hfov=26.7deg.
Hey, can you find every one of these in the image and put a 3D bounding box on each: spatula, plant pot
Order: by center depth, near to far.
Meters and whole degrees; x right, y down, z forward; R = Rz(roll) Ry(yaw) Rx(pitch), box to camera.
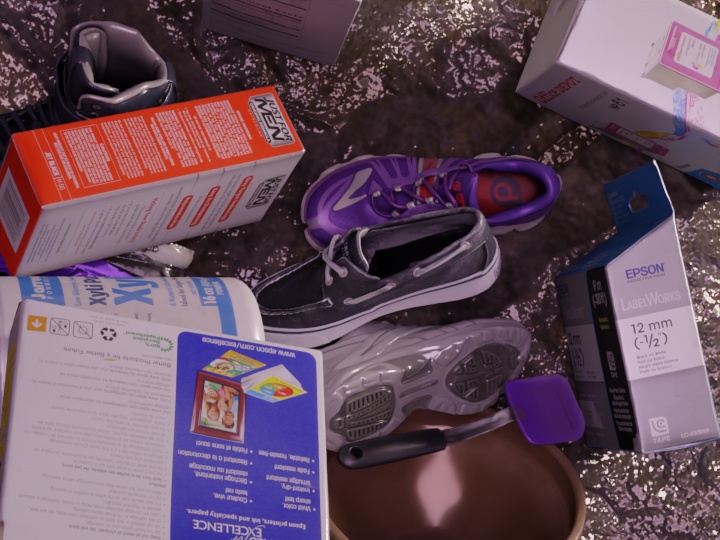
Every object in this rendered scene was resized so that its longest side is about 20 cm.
[{"bbox_3d":[0.056,0.188,1.095,0.200,0.201,0.093,4,123,-6],"label":"plant pot"},{"bbox_3d":[0.075,0.117,1.102,0.200,0.021,0.057,-12,63,-20],"label":"spatula"}]

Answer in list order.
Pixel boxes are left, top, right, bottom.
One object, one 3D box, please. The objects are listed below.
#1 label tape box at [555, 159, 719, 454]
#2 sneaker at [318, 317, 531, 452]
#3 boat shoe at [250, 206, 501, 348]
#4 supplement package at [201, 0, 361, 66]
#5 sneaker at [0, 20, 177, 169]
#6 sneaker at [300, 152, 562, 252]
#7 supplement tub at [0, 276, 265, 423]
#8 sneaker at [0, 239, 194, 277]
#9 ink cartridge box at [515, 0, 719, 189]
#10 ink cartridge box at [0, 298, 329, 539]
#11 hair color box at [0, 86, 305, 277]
[{"bbox_3d":[0.194,0.030,1.118,0.066,0.143,0.200,-12,88,-8],"label":"label tape box"},{"bbox_3d":[0.034,0.062,1.133,0.200,0.099,0.078,-12,124,-28],"label":"sneaker"},{"bbox_3d":[0.000,0.000,1.097,0.200,0.068,0.072,-13,52,11],"label":"boat shoe"},{"bbox_3d":[-0.047,-0.231,1.081,0.109,0.200,0.114,16,85,-5],"label":"supplement package"},{"bbox_3d":[-0.226,-0.111,1.075,0.202,0.146,0.077,-12,70,-9],"label":"sneaker"},{"bbox_3d":[0.054,-0.059,1.139,0.200,0.083,0.081,-10,87,-6],"label":"sneaker"},{"bbox_3d":[-0.174,0.069,1.032,0.200,0.132,0.132,1,86,-20],"label":"supplement tub"},{"bbox_3d":[-0.228,0.014,1.109,0.200,0.070,0.100,9,87,-5],"label":"sneaker"},{"bbox_3d":[0.230,-0.138,1.133,0.200,0.145,0.085,26,85,-4],"label":"ink cartridge box"},{"bbox_3d":[-0.117,0.122,0.908,0.197,0.047,0.200,12,52,-18],"label":"ink cartridge box"},{"bbox_3d":[-0.150,-0.062,1.057,0.200,0.102,0.061,-14,68,-32],"label":"hair color box"}]
